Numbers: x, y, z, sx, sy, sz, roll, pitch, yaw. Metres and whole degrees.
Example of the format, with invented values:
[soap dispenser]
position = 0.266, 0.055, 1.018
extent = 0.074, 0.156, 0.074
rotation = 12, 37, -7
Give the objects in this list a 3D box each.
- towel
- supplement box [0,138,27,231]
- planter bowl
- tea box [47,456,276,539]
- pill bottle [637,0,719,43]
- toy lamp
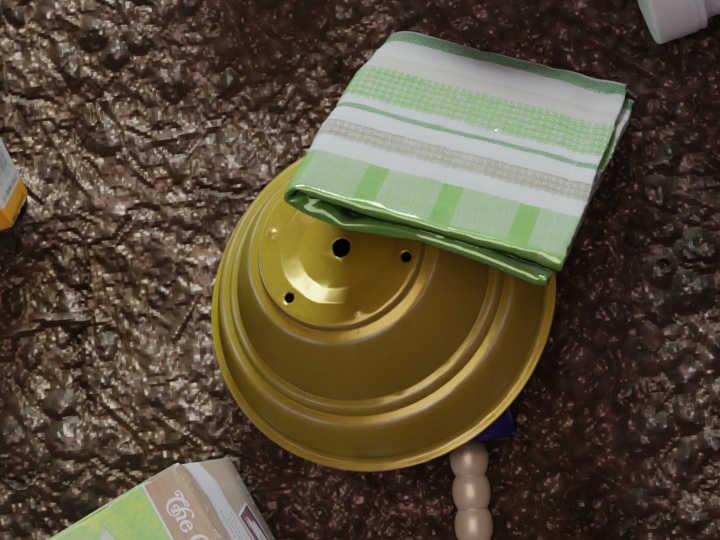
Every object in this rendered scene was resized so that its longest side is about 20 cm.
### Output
[towel]
position = 0.056, -0.062, 1.015
extent = 0.148, 0.200, 0.031
rotation = 15, 124, 11
[supplement box]
position = -0.290, -0.095, 1.081
extent = 0.125, 0.074, 0.201
rotation = -24, 107, 7
[planter bowl]
position = 0.000, 0.000, 1.035
extent = 0.199, 0.083, 0.202
rotation = -6, 68, 15
[tea box]
position = -0.116, 0.234, 1.039
extent = 0.196, 0.134, 0.201
rotation = -32, 82, 4
[pill bottle]
position = 0.240, -0.193, 1.028
extent = 0.199, 0.111, 0.112
rotation = -20, 84, 7
[toy lamp]
position = 0.061, 0.145, 1.059
extent = 0.058, 0.058, 0.201
rotation = -3, 85, 8
